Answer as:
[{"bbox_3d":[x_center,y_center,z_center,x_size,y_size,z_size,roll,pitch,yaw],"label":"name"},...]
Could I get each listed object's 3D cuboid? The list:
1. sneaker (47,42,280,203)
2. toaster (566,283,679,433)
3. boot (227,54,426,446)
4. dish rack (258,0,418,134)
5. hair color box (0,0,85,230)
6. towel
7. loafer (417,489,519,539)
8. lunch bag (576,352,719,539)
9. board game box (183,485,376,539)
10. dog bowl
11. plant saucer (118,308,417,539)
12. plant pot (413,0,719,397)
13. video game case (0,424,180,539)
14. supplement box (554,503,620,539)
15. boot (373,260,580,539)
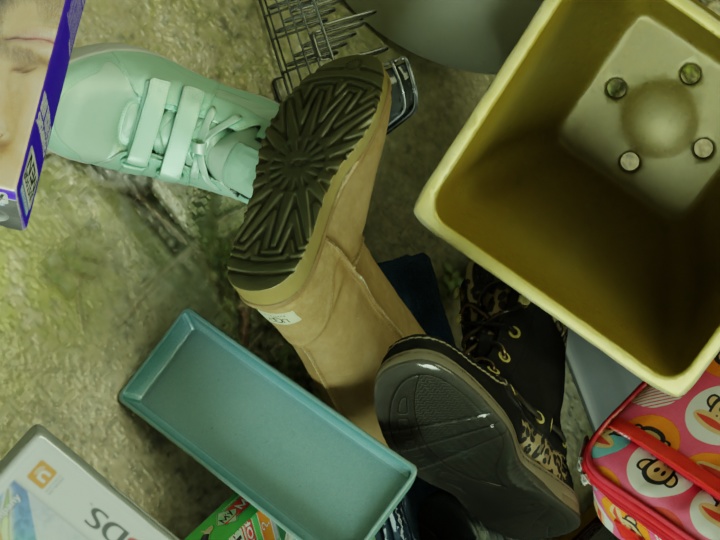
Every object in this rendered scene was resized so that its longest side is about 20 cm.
[{"bbox_3d":[-0.096,-0.080,0.957,0.199,0.118,0.074,6,107,-38],"label":"sneaker"},{"bbox_3d":[0.257,0.042,1.178,0.180,0.200,0.120,-25,92,-31],"label":"toaster"},{"bbox_3d":[0.000,0.000,0.952,0.176,0.066,0.200,-65,145,-24],"label":"boot"},{"bbox_3d":[-0.033,-0.177,1.024,0.054,0.153,0.202,-18,89,-15],"label":"dish rack"},{"bbox_3d":[-0.217,-0.133,0.893,0.108,0.065,0.202,11,71,-4],"label":"hair color box"},{"bbox_3d":[0.030,0.090,1.067,0.111,0.048,0.202,-14,88,-40],"label":"towel"},{"bbox_3d":[0.095,0.219,1.046,0.072,0.072,0.202,-31,122,-37],"label":"loafer"},{"bbox_3d":[0.232,0.138,0.953,0.176,0.199,0.082,-40,137,-20],"label":"lunch bag"},{"bbox_3d":[-0.034,0.214,0.958,0.134,0.029,0.201,-39,123,-37],"label":"board game box"},{"bbox_3d":[0.071,-0.225,1.080,0.200,0.199,0.079,39,60,-24],"label":"dog bowl"},{"bbox_3d":[-0.054,0.094,0.916,0.070,0.199,0.019,-53,142,-8],"label":"plant saucer"},{"bbox_3d":[0.177,-0.079,1.000,0.195,0.195,0.200,34,20,3],"label":"plant pot"},{"bbox_3d":[-0.168,0.211,0.840,0.182,0.022,0.200,43,86,-21],"label":"video game case"},{"bbox_3d":[0.248,0.213,1.090,0.197,0.200,0.133,-36,102,-27],"label":"supplement box"},{"bbox_3d":[0.074,0.056,0.963,0.200,0.073,0.152,44,39,-41],"label":"boot"}]
